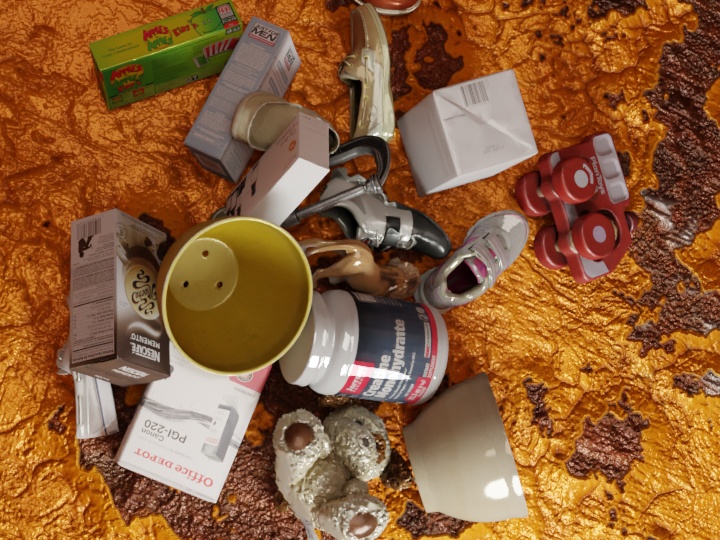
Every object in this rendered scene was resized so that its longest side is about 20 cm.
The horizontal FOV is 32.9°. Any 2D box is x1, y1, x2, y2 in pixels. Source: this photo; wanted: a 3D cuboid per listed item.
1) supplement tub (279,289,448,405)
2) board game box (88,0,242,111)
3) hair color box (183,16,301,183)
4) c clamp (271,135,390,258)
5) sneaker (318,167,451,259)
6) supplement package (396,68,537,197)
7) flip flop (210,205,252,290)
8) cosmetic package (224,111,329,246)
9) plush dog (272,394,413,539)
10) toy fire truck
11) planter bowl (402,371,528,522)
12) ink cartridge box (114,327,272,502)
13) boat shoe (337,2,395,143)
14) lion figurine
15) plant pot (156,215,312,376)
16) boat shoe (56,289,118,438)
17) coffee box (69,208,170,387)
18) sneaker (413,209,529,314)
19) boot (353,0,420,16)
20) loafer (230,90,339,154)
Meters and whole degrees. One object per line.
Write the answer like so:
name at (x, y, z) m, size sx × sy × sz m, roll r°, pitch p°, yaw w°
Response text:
supplement tub at (0.005, 0.102, 1.631) m, size 0.199 × 0.140 × 0.141 m, roll 9°, pitch 83°, yaw -24°
board game box at (-0.259, -0.291, 1.642) m, size 0.199 × 0.102 × 0.048 m, roll -22°, pitch 69°, yaw -13°
hair color box at (-0.158, -0.231, 1.658) m, size 0.060 × 0.099 × 0.201 m, roll 25°, pitch 79°, yaw 13°
c clamp at (-0.043, -0.107, 1.655) m, size 0.199 × 0.171 × 0.027 m, roll -26°, pitch 130°, yaw 5°
sneaker at (0.028, -0.055, 1.693) m, size 0.199 × 0.074 × 0.089 m, roll 29°, pitch 56°, yaw 0°
supplement package at (0.141, -0.185, 1.673) m, size 0.121 × 0.200 × 0.121 m, roll -17°, pitch 89°, yaw -14°
flip flop at (-0.149, 0.003, 1.664) m, size 0.081 × 0.058 × 0.201 m, roll -20°, pitch 87°, yaw -17°
cosmetic package at (-0.112, -0.112, 1.592) m, size 0.050 × 0.200 × 0.083 m, roll 18°, pitch 48°, yaw -28°
plush dog at (-0.028, 0.258, 1.643) m, size 0.172 × 0.160 × 0.200 m, roll -37°, pitch 89°, yaw -32°
toy fire truck at (0.332, -0.092, 1.764) m, size 0.167 × 0.112 × 0.201 m, roll -19°, pitch 90°, yaw -32°
planter bowl at (0.134, 0.253, 1.646) m, size 0.134 × 0.200 × 0.202 m, roll -17°, pitch 89°, yaw 2°
ink cartridge box at (-0.222, 0.189, 1.620) m, size 0.145 × 0.085 × 0.201 m, roll 23°, pitch 82°, yaw -9°
boat shoe at (0.003, -0.277, 1.717) m, size 0.066 × 0.074 × 0.202 m, roll -7°, pitch 86°, yaw -18°
lion figurine at (0.000, 0.000, 1.651) m, size 0.122 × 0.200 × 0.073 m, roll -11°, pitch 71°, yaw 19°
plant pot at (-0.180, 0.018, 1.555) m, size 0.199 × 0.142 × 0.202 m, roll -7°, pitch 105°, yaw -27°
boat shoe at (-0.369, 0.122, 1.604) m, size 0.065 × 0.072 × 0.201 m, roll -12°, pitch 93°, yaw -13°
coffee box at (-0.309, 0.038, 1.564) m, size 0.079 × 0.113 × 0.201 m, roll -14°, pitch 68°, yaw 24°
sneaker at (0.169, -0.009, 1.718) m, size 0.200 × 0.088 × 0.081 m, roll -44°, pitch 100°, yaw -12°
boot at (0.005, -0.431, 1.716) m, size 0.199 × 0.107 × 0.075 m, roll 28°, pitch 78°, yaw -10°
loafer at (-0.095, -0.192, 1.633) m, size 0.068 × 0.200 × 0.076 m, roll 24°, pitch 105°, yaw 31°
